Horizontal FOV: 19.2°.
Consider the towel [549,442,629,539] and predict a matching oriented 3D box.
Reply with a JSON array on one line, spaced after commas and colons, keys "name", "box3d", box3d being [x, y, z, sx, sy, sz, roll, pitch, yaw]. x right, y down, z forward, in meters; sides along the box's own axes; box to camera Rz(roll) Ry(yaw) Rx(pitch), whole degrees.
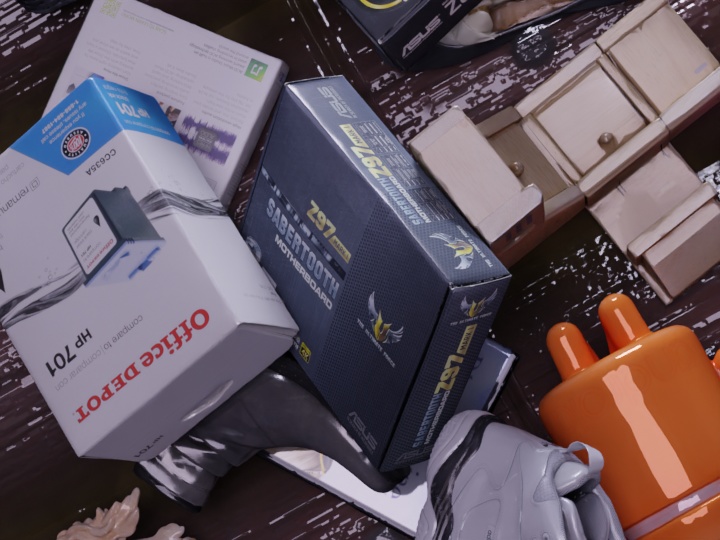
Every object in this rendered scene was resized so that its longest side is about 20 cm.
[{"name": "towel", "box3d": [0.097, 0.220, 1.351, 0.200, 0.023, 0.144, -43, 77, 33]}]

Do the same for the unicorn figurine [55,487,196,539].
[{"name": "unicorn figurine", "box3d": [-0.159, 0.258, 1.416, 0.137, 0.074, 0.201, -21, 67, 16]}]

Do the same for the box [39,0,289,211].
[{"name": "box", "box3d": [-0.153, -0.078, 1.461, 0.144, 0.036, 0.201, 24, 87, 10]}]

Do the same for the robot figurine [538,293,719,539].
[{"name": "robot figurine", "box3d": [0.188, 0.115, 1.349, 0.144, 0.117, 0.200, -22, 79, -35]}]

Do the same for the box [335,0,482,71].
[{"name": "box", "box3d": [0.025, -0.251, 1.410, 0.161, 0.049, 0.200, -41, 57, 2]}]

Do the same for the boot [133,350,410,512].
[{"name": "boot", "box3d": [-0.072, 0.112, 1.402, 0.200, 0.070, 0.132, 41, 95, 22]}]

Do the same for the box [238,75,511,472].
[{"name": "box", "box3d": [0.000, 0.000, 1.324, 0.200, 0.051, 0.158, 52, 137, 33]}]

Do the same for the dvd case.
[{"name": "dvd case", "box3d": [-0.012, 0.075, 1.432, 0.199, 0.018, 0.143, 27, 88, 10]}]

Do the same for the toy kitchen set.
[{"name": "toy kitchen set", "box3d": [0.163, -0.064, 1.337, 0.200, 0.180, 0.163, -39, 81, 1]}]

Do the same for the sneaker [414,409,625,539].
[{"name": "sneaker", "box3d": [0.090, 0.189, 1.272, 0.115, 0.075, 0.201, 6, 88, 43]}]

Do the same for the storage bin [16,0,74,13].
[{"name": "storage bin", "box3d": [-0.175, -0.278, 1.429, 0.199, 0.094, 0.136, -23, 65, 14]}]

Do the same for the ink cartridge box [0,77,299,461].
[{"name": "ink cartridge box", "box3d": [-0.156, 0.001, 1.367, 0.146, 0.086, 0.200, -39, 68, 16]}]

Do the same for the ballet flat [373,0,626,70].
[{"name": "ballet flat", "box3d": [0.099, -0.189, 1.416, 0.199, 0.073, 0.073, -18, 82, 7]}]
